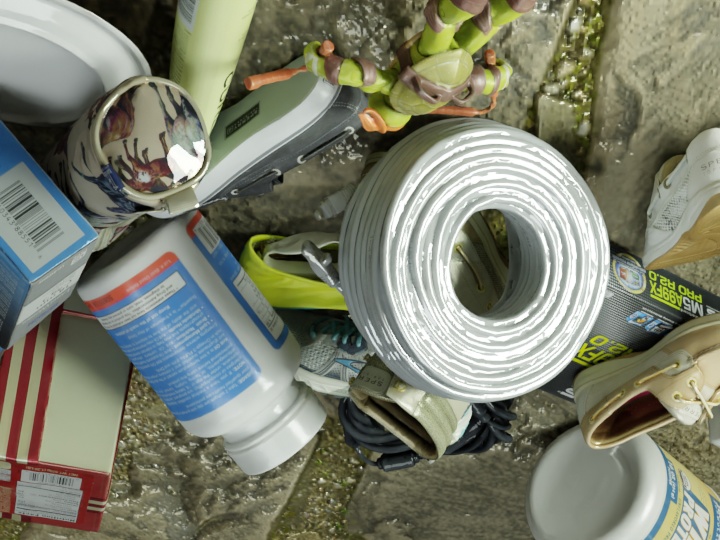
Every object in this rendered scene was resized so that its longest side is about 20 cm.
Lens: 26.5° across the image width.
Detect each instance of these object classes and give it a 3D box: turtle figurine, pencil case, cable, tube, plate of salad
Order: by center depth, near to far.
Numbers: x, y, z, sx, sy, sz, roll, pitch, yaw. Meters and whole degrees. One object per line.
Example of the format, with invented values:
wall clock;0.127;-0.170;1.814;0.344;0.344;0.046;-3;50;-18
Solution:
turtle figurine;0.039;-0.136;0.967;0.200;0.065;0.161;4;143;-34
plate of salad;-0.235;-0.150;1.010;0.199;0.048;0.200;6;158;2
tube;-0.104;-0.137;1.013;0.052;0.058;0.200;40;141;15
pencil case;-0.167;-0.064;1.036;0.078;0.090;0.200;-8;174;-26
cable;0.082;-0.009;1.071;0.200;0.200;0.069;55;159;-18
cable;0.062;0.129;1.395;0.163;0.051;0.200;1;145;3

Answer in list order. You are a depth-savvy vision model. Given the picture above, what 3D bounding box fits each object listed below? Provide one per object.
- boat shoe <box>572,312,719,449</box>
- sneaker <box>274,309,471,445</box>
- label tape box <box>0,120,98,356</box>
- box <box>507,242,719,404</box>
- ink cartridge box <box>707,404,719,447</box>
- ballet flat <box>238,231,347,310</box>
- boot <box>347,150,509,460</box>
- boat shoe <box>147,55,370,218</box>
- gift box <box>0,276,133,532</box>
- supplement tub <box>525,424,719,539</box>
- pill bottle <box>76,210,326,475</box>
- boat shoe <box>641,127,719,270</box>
boat shoe;0.259;0.094;1.231;0.074;0.069;0.200;29;139;-32
sneaker;0.009;0.064;1.273;0.200;0.078;0.086;25;128;5
label tape box;-0.269;-0.029;1.080;0.144;0.063;0.200;49;154;2
box;0.192;0.048;1.270;0.200;0.044;0.160;24;140;-27
ink cartridge box;0.366;0.106;1.226;0.043;0.174;0.200;25;140;-28
ballet flat;0.000;0.000;1.207;0.199;0.067;0.067;3;130;3
boot;0.038;0.026;1.129;0.072;0.155;0.200;2;137;53
boat shoe;-0.075;-0.084;1.090;0.200;0.070;0.066;-32;131;30
gift box;-0.260;0.089;1.243;0.184;0.187;0.200;13;151;-13
supplement tub;0.266;0.243;1.460;0.144;0.145;0.200;-22;139;32
pill bottle;-0.116;0.057;1.175;0.112;0.112;0.200;-26;107;35
boat shoe;0.244;-0.052;1.107;0.071;0.069;0.200;-14;166;-8
